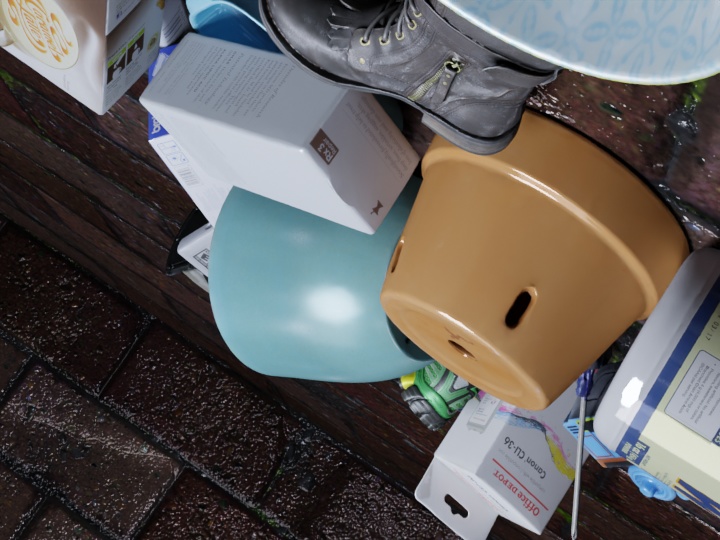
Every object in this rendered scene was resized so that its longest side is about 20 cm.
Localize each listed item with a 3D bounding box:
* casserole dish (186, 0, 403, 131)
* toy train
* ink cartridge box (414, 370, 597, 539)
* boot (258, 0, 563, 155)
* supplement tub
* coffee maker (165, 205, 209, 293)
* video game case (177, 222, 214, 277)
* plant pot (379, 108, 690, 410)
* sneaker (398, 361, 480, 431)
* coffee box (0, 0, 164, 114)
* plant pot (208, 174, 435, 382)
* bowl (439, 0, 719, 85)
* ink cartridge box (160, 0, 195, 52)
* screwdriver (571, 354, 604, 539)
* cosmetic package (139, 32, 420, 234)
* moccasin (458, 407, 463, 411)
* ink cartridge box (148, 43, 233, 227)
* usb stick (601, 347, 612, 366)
[{"bbox_3d":[-0.043,-0.150,0.929,0.200,0.039,0.121,41,166,-20],"label":"casserole dish"},{"bbox_3d":[0.257,0.126,1.001,0.114,0.087,0.200,42,158,-10],"label":"toy train"},{"bbox_3d":[0.151,0.164,1.175,0.116,0.201,0.067,42,165,-31],"label":"ink cartridge box"},{"bbox_3d":[0.036,-0.149,0.695,0.198,0.070,0.174,28,164,1],"label":"boot"},{"bbox_3d":[0.262,0.093,0.769,0.199,0.146,0.145,32,167,16],"label":"supplement tub"},{"bbox_3d":[-0.094,0.013,1.414,0.200,0.135,0.191,43,164,-31],"label":"coffee maker"},{"bbox_3d":[-0.062,-0.004,1.297,0.181,0.023,0.200,-27,124,35],"label":"video game case"},{"bbox_3d":[0.105,0.001,0.857,0.199,0.141,0.200,34,168,8],"label":"plant pot"},{"bbox_3d":[0.099,0.078,1.171,0.078,0.085,0.200,51,-160,-12],"label":"sneaker"},{"bbox_3d":[-0.194,-0.219,0.849,0.114,0.080,0.201,34,148,6],"label":"coffee box"},{"bbox_3d":[0.000,0.000,1.025,0.160,0.202,0.201,8,153,41],"label":"plant pot"},{"bbox_3d":[0.074,-0.168,0.413,0.199,0.108,0.200,34,167,9],"label":"bowl"},{"bbox_3d":[-0.235,-0.267,0.998,0.199,0.044,0.197,31,167,13],"label":"ink cartridge box"},{"bbox_3d":[0.178,0.119,1.011,0.029,0.203,0.028,12,-171,39],"label":"screwdriver"},{"bbox_3d":[-0.062,-0.103,0.901,0.199,0.074,0.102,20,161,42],"label":"cosmetic package"},{"bbox_3d":[0.153,0.137,1.366,0.080,0.069,0.200,36,167,-5],"label":"moccasin"},{"bbox_3d":[-0.125,-0.099,1.084,0.044,0.095,0.200,-13,147,12],"label":"ink cartridge box"},{"bbox_3d":[0.138,0.037,1.132,0.199,0.033,0.055,25,167,36],"label":"usb stick"}]
